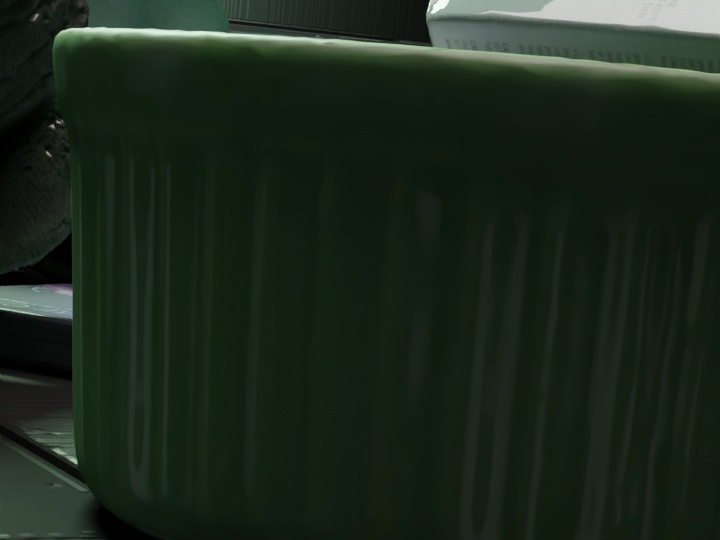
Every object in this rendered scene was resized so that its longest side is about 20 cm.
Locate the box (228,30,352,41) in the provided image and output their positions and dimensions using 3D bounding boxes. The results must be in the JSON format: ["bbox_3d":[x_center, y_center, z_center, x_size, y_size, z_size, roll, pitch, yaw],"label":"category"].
[{"bbox_3d":[-0.112,-0.065,1.070,0.197,0.117,0.200,3,4,-7],"label":"box"}]

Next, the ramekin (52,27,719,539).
[{"bbox_3d":[0.031,0.007,0.445,0.200,0.098,0.200,5,4,0],"label":"ramekin"}]

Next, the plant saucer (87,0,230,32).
[{"bbox_3d":[-0.137,-0.049,0.866,0.201,0.039,0.201,-26,-21,-11],"label":"plant saucer"}]

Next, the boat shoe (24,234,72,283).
[{"bbox_3d":[-0.089,-0.019,0.832,0.061,0.072,0.201,56,16,21],"label":"boat shoe"}]

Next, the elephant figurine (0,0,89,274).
[{"bbox_3d":[-0.142,-0.065,0.641,0.200,0.155,0.142,-23,-10,-9],"label":"elephant figurine"}]

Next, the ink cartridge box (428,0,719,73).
[{"bbox_3d":[0.134,-0.032,0.720,0.200,0.057,0.163,5,-41,22],"label":"ink cartridge box"}]

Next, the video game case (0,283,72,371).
[{"bbox_3d":[-0.043,0.020,0.713,0.143,0.019,0.200,8,6,31],"label":"video game case"}]
